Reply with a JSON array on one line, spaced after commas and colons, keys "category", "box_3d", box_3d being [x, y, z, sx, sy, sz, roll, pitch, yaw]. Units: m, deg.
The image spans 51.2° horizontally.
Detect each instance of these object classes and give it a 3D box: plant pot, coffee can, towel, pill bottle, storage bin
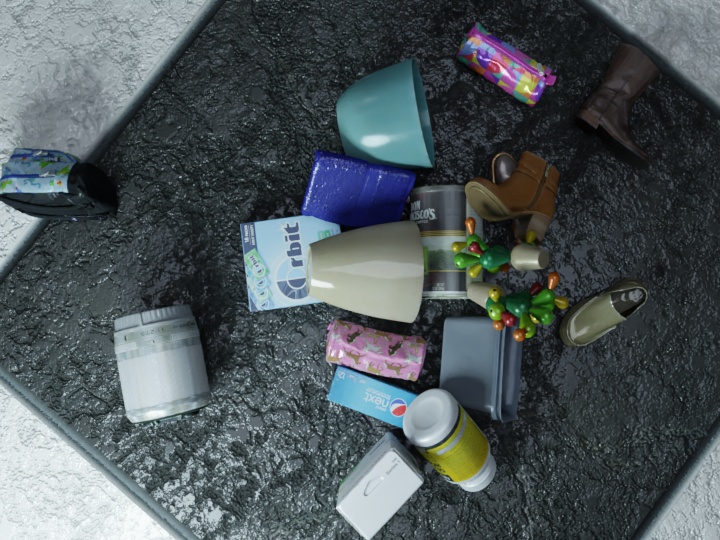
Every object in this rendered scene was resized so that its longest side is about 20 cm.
[{"category": "plant pot", "box_3d": [0.000, 0.000, 1.389, 0.195, 0.187, 0.193, 1, 86, -12]}, {"category": "coffee can", "box_3d": [0.164, -0.050, 1.432, 0.142, 0.146, 0.206, 0, 86, 0]}, {"category": "plant pot", "box_3d": [0.045, -0.281, 1.429, 0.157, 0.200, 0.206, -11, 86, 13]}, {"category": "towel", "box_3d": [-0.006, -0.149, 1.421, 0.195, 0.050, 0.150, 11, 129, -13]}, {"category": "pill bottle", "box_3d": [0.171, 0.320, 1.390, 0.112, 0.112, 0.201, -42, 122, -3]}, {"category": "storage bin", "box_3d": [0.230, 0.174, 1.435, 0.131, 0.145, 0.206, 4, 86, 27]}]

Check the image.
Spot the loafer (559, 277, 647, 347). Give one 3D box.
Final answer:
[{"category": "loafer", "box_3d": [0.475, 0.078, 1.464, 0.198, 0.067, 0.077, -37, 87, -3]}]

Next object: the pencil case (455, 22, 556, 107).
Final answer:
[{"category": "pencil case", "box_3d": [0.288, -0.408, 1.488, 0.197, 0.088, 0.090, 30, 87, 2]}]

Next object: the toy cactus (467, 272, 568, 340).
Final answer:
[{"category": "toy cactus", "box_3d": [0.258, 0.049, 1.299, 0.163, 0.198, 0.105, 19, 116, 39]}]

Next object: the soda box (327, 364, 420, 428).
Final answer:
[{"category": "soda box", "box_3d": [0.038, 0.249, 1.453, 0.196, 0.064, 0.069, 21, 87, 1]}]

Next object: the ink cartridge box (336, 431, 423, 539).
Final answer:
[{"category": "ink cartridge box", "box_3d": [0.034, 0.388, 1.376, 0.084, 0.200, 0.145, 44, 87, 3]}]

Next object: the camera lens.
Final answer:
[{"category": "camera lens", "box_3d": [-0.371, 0.179, 1.408, 0.156, 0.160, 0.205, -12, 86, -1]}]

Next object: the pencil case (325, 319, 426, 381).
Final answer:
[{"category": "pencil case", "box_3d": [0.027, 0.153, 1.451, 0.195, 0.087, 0.085, 12, 106, -1]}]

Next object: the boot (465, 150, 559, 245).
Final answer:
[{"category": "boot", "box_3d": [0.285, -0.159, 1.392, 0.198, 0.073, 0.158, 33, 68, -27]}]

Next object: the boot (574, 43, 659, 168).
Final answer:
[{"category": "boot", "box_3d": [0.550, -0.332, 1.499, 0.185, 0.064, 0.202, 37, 82, 0]}]

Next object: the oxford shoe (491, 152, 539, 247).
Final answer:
[{"category": "oxford shoe", "box_3d": [0.315, -0.140, 1.475, 0.070, 0.073, 0.204, -23, 87, -2]}]

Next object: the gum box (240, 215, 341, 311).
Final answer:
[{"category": "gum box", "box_3d": [-0.128, -0.018, 1.479, 0.195, 0.045, 0.175, -7, 86, -1]}]

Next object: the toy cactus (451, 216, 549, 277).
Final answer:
[{"category": "toy cactus", "box_3d": [0.259, -0.035, 1.309, 0.196, 0.163, 0.105, 4, 93, -37]}]

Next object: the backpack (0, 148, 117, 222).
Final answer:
[{"category": "backpack", "box_3d": [-0.591, -0.162, 1.442, 0.195, 0.163, 0.158, -11, 78, 6]}]
